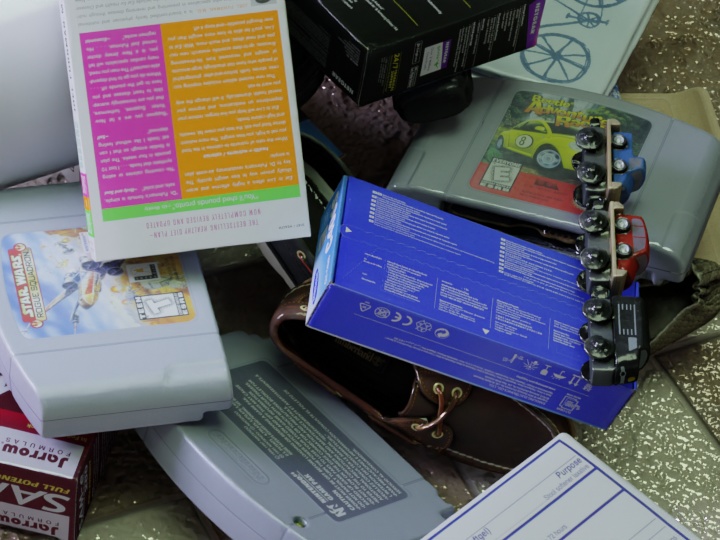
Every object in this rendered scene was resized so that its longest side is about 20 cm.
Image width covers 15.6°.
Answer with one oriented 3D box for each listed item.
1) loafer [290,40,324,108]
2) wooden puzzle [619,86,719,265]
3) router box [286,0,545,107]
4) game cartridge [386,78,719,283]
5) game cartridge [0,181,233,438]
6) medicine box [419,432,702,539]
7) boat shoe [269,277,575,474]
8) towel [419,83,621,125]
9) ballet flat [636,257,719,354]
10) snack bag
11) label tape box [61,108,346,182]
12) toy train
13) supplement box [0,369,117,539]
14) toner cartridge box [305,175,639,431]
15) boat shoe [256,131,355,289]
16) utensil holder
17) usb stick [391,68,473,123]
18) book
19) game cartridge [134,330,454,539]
[{"bbox_3d":[-0.045,-0.178,1.771,0.068,0.071,0.201,10,46,15],"label":"loafer"},{"bbox_3d":[0.154,-0.048,1.789,0.199,0.046,0.186,-4,45,-6],"label":"wooden puzzle"},{"bbox_3d":[0.003,-0.200,1.711,0.149,0.051,0.200,-21,51,-31],"label":"router box"},{"bbox_3d":[0.130,-0.064,1.701,0.199,0.041,0.133,14,41,14],"label":"game cartridge"},{"bbox_3d":[-0.160,0.016,1.584,0.132,0.042,0.200,-3,42,-16],"label":"game cartridge"},{"bbox_3d":[0.118,0.220,1.467,0.200,0.103,0.182,37,51,27],"label":"medicine box"},{"bbox_3d":[0.035,0.073,1.604,0.199,0.071,0.070,26,18,6],"label":"boat shoe"},{"bbox_3d":[0.112,-0.090,1.778,0.144,0.024,0.201,-4,46,-4],"label":"towel"},{"bbox_3d":[0.151,0.045,1.667,0.199,0.046,0.068,-26,78,-19],"label":"ballet flat"},{"bbox_3d":[0.102,-0.190,1.854,0.199,0.021,0.189,18,46,12],"label":"snack bag"},{"bbox_3d":[-0.126,-0.093,1.772,0.144,0.063,0.200,-24,54,-28],"label":"label tape box"},{"bbox_3d":[0.154,-0.014,1.595,0.045,0.034,0.201,2,52,0],"label":"toy train"},{"bbox_3d":[-0.196,0.063,1.606,0.108,0.061,0.201,12,45,4],"label":"supplement box"},{"bbox_3d":[0.070,0.020,1.588,0.199,0.043,0.095,20,43,-12],"label":"toner cartridge box"},{"bbox_3d":[-0.002,0.001,1.661,0.074,0.063,0.202,-35,83,-33],"label":"boat shoe"},{"bbox_3d":[-0.203,-0.141,1.656,0.199,0.170,0.170,-21,50,-9],"label":"utensil holder"},{"bbox_3d":[0.043,-0.164,1.762,0.055,0.033,0.200,-14,36,7],"label":"usb stick"},{"bbox_3d":[-0.107,-0.113,1.570,0.133,0.201,0.048,-7,6,-11],"label":"book"},{"bbox_3d":[-0.047,0.114,1.569,0.200,0.041,0.133,42,30,29],"label":"game cartridge"}]
